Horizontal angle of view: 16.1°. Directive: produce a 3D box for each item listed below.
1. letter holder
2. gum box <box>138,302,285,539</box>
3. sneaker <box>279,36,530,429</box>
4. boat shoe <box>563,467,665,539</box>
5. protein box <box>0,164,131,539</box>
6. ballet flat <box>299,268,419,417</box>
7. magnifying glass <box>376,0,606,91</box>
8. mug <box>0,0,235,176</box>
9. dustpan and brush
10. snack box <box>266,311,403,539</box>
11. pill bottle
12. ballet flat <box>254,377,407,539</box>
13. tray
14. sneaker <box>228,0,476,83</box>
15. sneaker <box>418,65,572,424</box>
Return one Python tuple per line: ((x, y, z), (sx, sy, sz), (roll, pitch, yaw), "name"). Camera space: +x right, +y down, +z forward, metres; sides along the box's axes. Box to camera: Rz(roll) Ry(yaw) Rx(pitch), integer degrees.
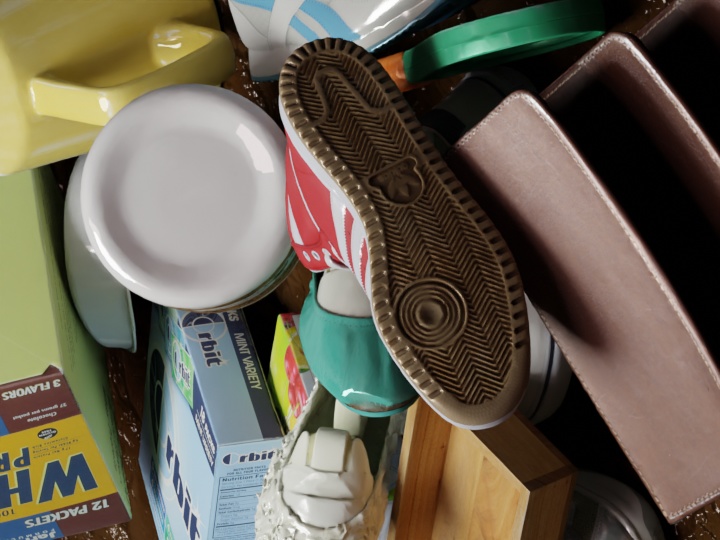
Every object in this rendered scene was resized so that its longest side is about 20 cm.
((0.154, -0.013, 1.138), (0.201, 0.100, 0.142), (58, 146, 6), "letter holder")
((-0.095, 0.110, 1.564), (0.201, 0.044, 0.170), (100, 158, -44), "gum box")
((0.020, -0.002, 1.196), (0.113, 0.071, 0.201), (94, 152, -66), "sneaker")
((0.078, 0.137, 1.383), (0.201, 0.065, 0.075), (17, 126, 49), "boat shoe")
((-0.238, 0.042, 1.570), (0.200, 0.134, 0.200), (76, 180, -59), "protein box")
((0.000, 0.000, 1.318), (0.200, 0.067, 0.071), (-96, 3, -64), "ballet flat")
((0.042, -0.104, 1.238), (0.200, 0.079, 0.023), (-15, 88, 54), "magnifying glass")
((-0.175, -0.133, 1.458), (0.150, 0.153, 0.186), (62, 147, 1), "mug")
((-0.147, -0.015, 1.516), (0.200, 0.057, 0.141), (-20, -72, -81), "dustpan and brush")
((-0.021, 0.140, 1.490), (0.201, 0.053, 0.143), (101, 157, -46), "snack box")
((-0.083, -0.034, 1.375), (0.115, 0.114, 0.200), (60, 180, 2), "pill bottle")
((-0.011, 0.085, 1.360), (0.071, 0.201, 0.072), (11, 145, 8), "ballet flat")
((0.057, 0.153, 1.339), (0.099, 0.037, 0.201), (45, 142, 37), "tray")
((-0.008, -0.149, 1.286), (0.200, 0.076, 0.081), (-7, 106, 54), "sneaker")
((0.059, -0.004, 1.300), (0.073, 0.071, 0.201), (20, 129, 46), "sneaker")
